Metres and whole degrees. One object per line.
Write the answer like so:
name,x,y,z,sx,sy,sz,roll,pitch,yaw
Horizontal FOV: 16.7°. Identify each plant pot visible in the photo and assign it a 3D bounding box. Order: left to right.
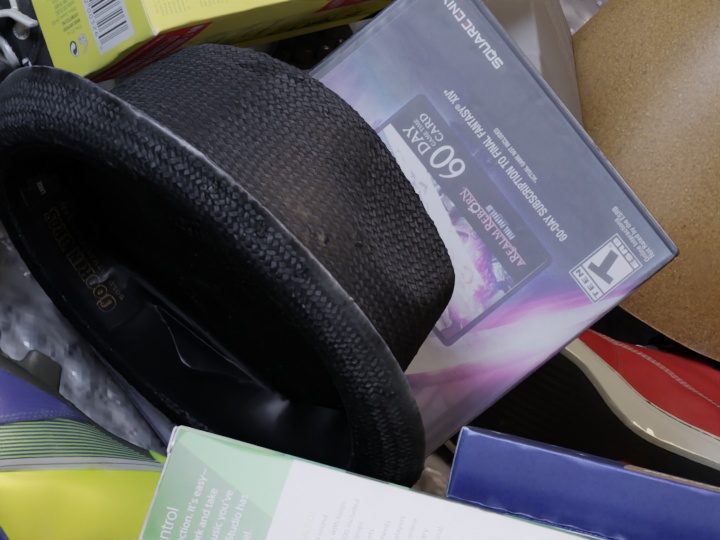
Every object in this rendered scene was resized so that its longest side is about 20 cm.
plant pot,0.188,-0.088,1.139,0.186,0.200,0.187,31,22,-14

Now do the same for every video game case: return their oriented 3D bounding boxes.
video game case,0.000,0.000,0.934,0.143,0.200,0.019,52,3,5

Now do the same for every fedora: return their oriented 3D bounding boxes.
fedora,-0.037,-0.013,0.868,0.201,0.201,0.092,45,63,-4

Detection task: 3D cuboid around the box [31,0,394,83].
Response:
box,-0.025,-0.120,0.945,0.199,0.075,0.050,-17,86,-39

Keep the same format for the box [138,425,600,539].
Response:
box,0.010,0.144,0.796,0.199,0.036,0.145,15,71,15

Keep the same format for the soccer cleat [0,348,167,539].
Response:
soccer cleat,-0.093,0.094,0.869,0.200,0.065,0.084,33,65,-24

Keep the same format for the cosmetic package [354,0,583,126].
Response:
cosmetic package,0.039,-0.064,1.044,0.201,0.106,0.090,-89,159,-50

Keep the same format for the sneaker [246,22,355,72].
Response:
sneaker,-0.089,-0.145,1.036,0.199,0.075,0.081,27,24,2

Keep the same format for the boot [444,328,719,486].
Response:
boot,0.103,0.048,1.095,0.199,0.073,0.144,30,24,-8

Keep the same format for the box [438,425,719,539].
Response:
box,0.100,0.089,0.911,0.120,0.033,0.200,13,-3,11

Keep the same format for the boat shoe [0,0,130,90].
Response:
boat shoe,-0.122,-0.113,0.973,0.074,0.068,0.201,-57,139,-59
